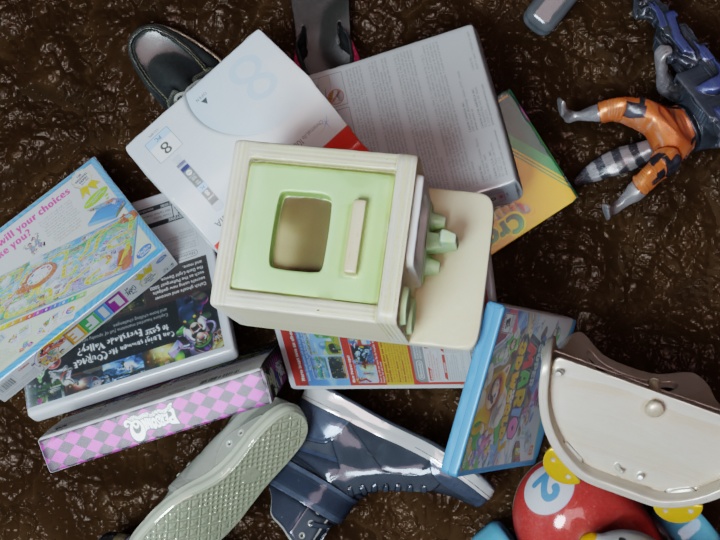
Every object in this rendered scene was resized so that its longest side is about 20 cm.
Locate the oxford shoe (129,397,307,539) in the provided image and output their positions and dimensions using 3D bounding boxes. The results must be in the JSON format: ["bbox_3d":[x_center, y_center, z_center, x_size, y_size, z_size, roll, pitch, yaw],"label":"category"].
[{"bbox_3d":[-0.131,0.189,1.053,0.200,0.058,0.075,-45,132,-6],"label":"oxford shoe"}]

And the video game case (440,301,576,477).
[{"bbox_3d":[0.134,0.104,1.021,0.018,0.200,0.145,16,92,27],"label":"video game case"}]

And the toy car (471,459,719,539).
[{"bbox_3d":[0.214,0.252,1.014,0.184,0.200,0.177,-41,89,3],"label":"toy car"}]

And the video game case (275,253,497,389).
[{"bbox_3d":[0.021,0.046,1.014,0.198,0.018,0.144,-2,128,13],"label":"video game case"}]

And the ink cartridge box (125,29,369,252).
[{"bbox_3d":[-0.082,-0.089,0.999,0.160,0.047,0.200,-42,64,-6],"label":"ink cartridge box"}]

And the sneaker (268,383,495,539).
[{"bbox_3d":[0.010,0.209,1.079,0.201,0.077,0.147,25,82,12],"label":"sneaker"}]

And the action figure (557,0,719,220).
[{"bbox_3d":[0.279,-0.153,1.072,0.192,0.105,0.201,-20,63,-3],"label":"action figure"}]

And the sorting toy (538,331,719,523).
[{"bbox_3d":[0.242,0.114,1.023,0.198,0.180,0.108,20,115,4],"label":"sorting toy"}]

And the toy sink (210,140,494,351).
[{"bbox_3d":[-0.002,-0.018,0.903,0.198,0.112,0.132,7,80,9],"label":"toy sink"}]

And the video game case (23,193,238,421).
[{"bbox_3d":[-0.224,0.026,1.085,0.198,0.023,0.183,-17,63,4],"label":"video game case"}]

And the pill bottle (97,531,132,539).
[{"bbox_3d":[-0.155,0.314,1.082,0.198,0.112,0.113,10,92,4],"label":"pill bottle"}]

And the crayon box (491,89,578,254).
[{"bbox_3d":[0.085,-0.061,1.084,0.199,0.058,0.119,-33,89,4],"label":"crayon box"}]

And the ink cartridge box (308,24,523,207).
[{"bbox_3d":[0.028,-0.115,1.036,0.198,0.057,0.164,-17,67,12],"label":"ink cartridge box"}]

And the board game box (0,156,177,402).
[{"bbox_3d":[-0.286,0.005,1.076,0.199,0.034,0.135,-38,64,-7],"label":"board game box"}]

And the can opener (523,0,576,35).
[{"bbox_3d":[0.230,-0.295,1.073,0.066,0.053,0.200,43,94,1],"label":"can opener"}]

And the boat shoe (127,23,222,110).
[{"bbox_3d":[-0.143,-0.158,1.092,0.072,0.068,0.200,-43,87,3],"label":"boat shoe"}]

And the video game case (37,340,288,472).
[{"bbox_3d":[-0.165,0.116,1.043,0.198,0.181,0.036,-18,94,3],"label":"video game case"}]

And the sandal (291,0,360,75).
[{"bbox_3d":[-0.032,-0.195,1.094,0.074,0.045,0.202,-10,91,2],"label":"sandal"}]
